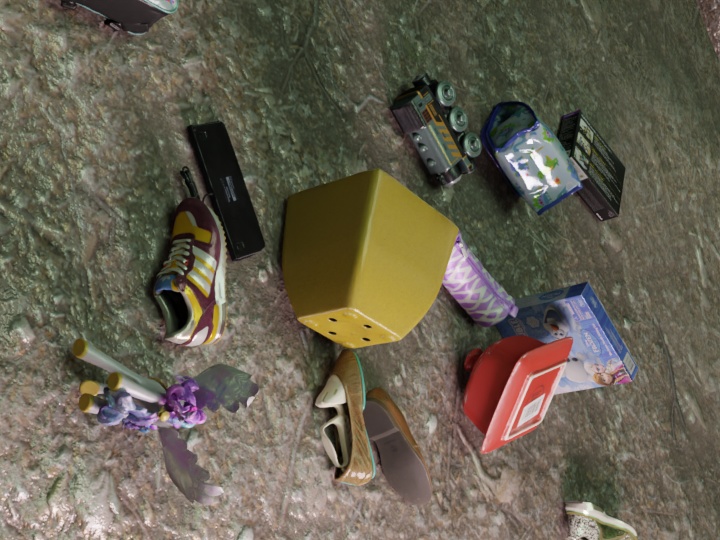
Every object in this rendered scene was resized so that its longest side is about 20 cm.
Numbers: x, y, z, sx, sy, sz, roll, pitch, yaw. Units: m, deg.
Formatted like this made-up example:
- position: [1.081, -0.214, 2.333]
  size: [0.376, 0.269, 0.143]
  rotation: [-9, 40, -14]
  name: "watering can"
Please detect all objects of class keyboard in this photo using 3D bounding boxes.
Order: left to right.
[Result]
- position: [-0.203, -0.109, 1.540]
  size: [0.127, 0.021, 0.201]
  rotation: [-21, 92, -56]
  name: "keyboard"

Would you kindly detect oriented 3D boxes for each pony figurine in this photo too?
- position: [-0.232, 0.162, 1.301]
  size: [0.200, 0.193, 0.167]
  rotation: [26, 91, -42]
  name: "pony figurine"

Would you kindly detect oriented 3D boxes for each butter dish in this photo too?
- position: [0.242, 0.184, 1.862]
  size: [0.200, 0.148, 0.200]
  rotation: [-13, 127, -52]
  name: "butter dish"

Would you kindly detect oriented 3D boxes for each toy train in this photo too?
- position: [0.134, -0.245, 1.932]
  size: [0.114, 0.085, 0.200]
  rotation: [-43, 112, -34]
  name: "toy train"

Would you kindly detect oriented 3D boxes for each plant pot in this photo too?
- position: [0.000, 0.000, 1.608]
  size: [0.194, 0.195, 0.201]
  rotation: [33, 59, -37]
  name: "plant pot"

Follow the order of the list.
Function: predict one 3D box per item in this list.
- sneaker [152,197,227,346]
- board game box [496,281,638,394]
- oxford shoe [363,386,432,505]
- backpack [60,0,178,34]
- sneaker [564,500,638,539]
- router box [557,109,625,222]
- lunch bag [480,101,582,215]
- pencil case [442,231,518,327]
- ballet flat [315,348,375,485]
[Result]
- position: [-0.227, -0.002, 1.432]
  size: [0.090, 0.075, 0.201]
  rotation: [5, 72, -53]
  name: "sneaker"
- position: [0.365, 0.128, 1.968]
  size: [0.200, 0.199, 0.043]
  rotation: [56, 45, -19]
  name: "board game box"
- position: [0.063, 0.267, 1.679]
  size: [0.201, 0.071, 0.071]
  rotation: [65, 26, -15]
  name: "oxford shoe"
- position: [-0.311, -0.440, 1.433]
  size: [0.175, 0.153, 0.201]
  rotation: [19, 57, -38]
  name: "backpack"
- position: [0.441, 0.497, 2.041]
  size: [0.200, 0.077, 0.089]
  rotation: [33, 67, -31]
  name: "sneaker"
- position: [0.495, -0.224, 2.352]
  size: [0.200, 0.051, 0.150]
  rotation: [44, 46, -30]
  name: "router box"
- position: [0.321, -0.227, 2.103]
  size: [0.170, 0.127, 0.200]
  rotation: [53, 15, -23]
  name: "lunch bag"
- position: [0.188, 0.010, 1.896]
  size: [0.200, 0.085, 0.084]
  rotation: [48, 48, -28]
  name: "pencil case"
- position: [-0.028, 0.217, 1.605]
  size: [0.072, 0.068, 0.201]
  rotation: [-4, 83, -30]
  name: "ballet flat"
